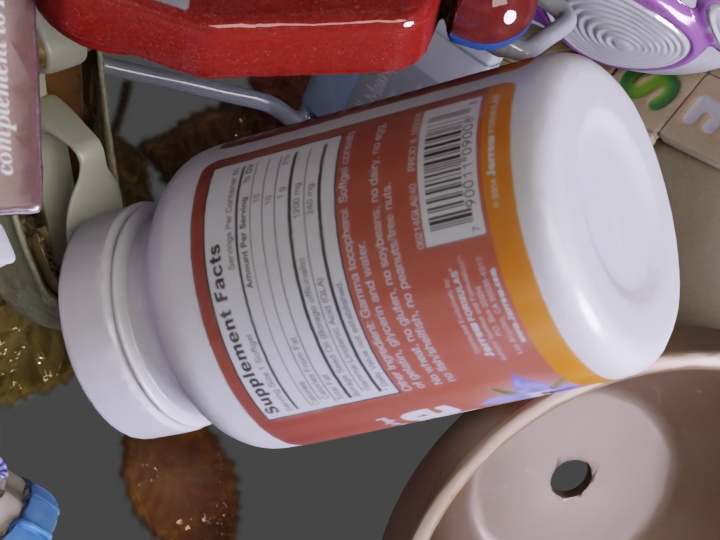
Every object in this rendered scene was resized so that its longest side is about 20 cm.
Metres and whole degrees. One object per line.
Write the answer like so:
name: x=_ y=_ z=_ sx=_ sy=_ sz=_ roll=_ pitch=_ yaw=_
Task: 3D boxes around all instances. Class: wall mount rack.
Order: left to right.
wall mount rack: x=-0.018 y=-0.091 z=0.957 sx=0.174 sy=0.200 sz=0.075 roll=36 pitch=37 yaw=14

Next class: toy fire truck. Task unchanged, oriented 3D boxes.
toy fire truck: x=-0.012 y=-0.139 z=0.824 sx=0.168 sy=0.112 sz=0.200 roll=17 pitch=52 yaw=6

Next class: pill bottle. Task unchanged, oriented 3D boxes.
pill bottle: x=0.000 y=0.000 z=0.881 sx=0.112 sy=0.200 sz=0.112 roll=35 pitch=48 yaw=-52

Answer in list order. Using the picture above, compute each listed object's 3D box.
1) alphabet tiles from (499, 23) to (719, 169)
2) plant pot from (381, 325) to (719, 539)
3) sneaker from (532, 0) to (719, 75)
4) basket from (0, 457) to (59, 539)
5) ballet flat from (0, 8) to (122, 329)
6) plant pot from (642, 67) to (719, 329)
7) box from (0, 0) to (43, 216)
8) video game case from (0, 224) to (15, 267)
alphabet tiles: x=0.119 y=-0.121 z=1.017 sx=0.200 sy=0.167 sz=0.008 roll=-49 pitch=146 yaw=-16
plant pot: x=0.094 y=0.099 z=0.962 sx=0.201 sy=0.093 sz=0.201 roll=-7 pitch=119 yaw=-13
sneaker: x=0.078 y=-0.138 z=0.987 sx=0.100 sy=0.200 sz=0.075 roll=-64 pitch=156 yaw=-25
basket: x=-0.159 y=0.130 z=0.898 sx=0.139 sy=0.176 sz=0.200 roll=-37 pitch=100 yaw=-8
ballet flat: x=-0.114 y=-0.069 z=0.938 sx=0.067 sy=0.062 sz=0.200 roll=-24 pitch=119 yaw=-28
plant pot: x=0.163 y=-0.038 z=1.044 sx=0.187 sy=0.187 sz=0.200 roll=22 pitch=72 yaw=-25
box: x=-0.214 y=-0.099 z=0.837 sx=0.164 sy=0.200 sz=0.166 roll=-5 pitch=97 yaw=-25
video game case: x=-0.226 y=0.034 z=0.829 sx=0.200 sy=0.143 sz=0.017 roll=-24 pitch=86 yaw=17
